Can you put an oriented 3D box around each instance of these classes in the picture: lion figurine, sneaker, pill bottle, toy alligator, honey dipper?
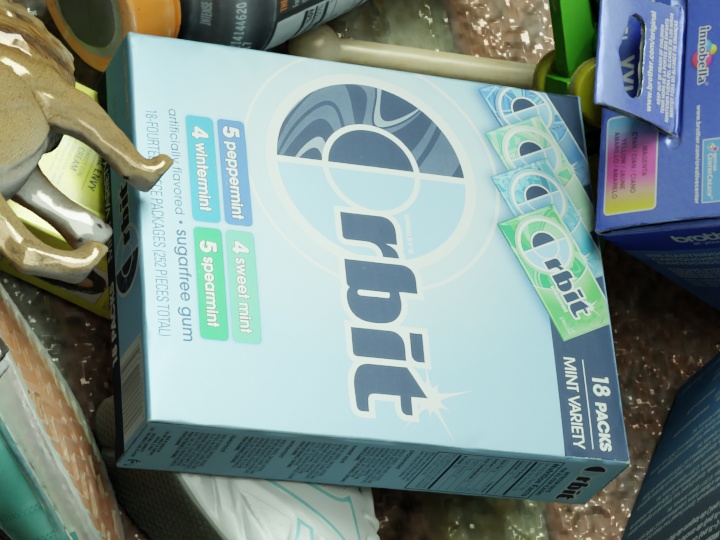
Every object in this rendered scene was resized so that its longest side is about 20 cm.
[{"bbox_3d":[-0.143,-0.041,0.965,0.122,0.072,0.200,40,21,-7],"label":"lion figurine"},{"bbox_3d":[-0.164,0.046,1.032,0.080,0.071,0.200,-31,94,8],"label":"sneaker"},{"bbox_3d":[-0.039,-0.152,1.148,0.200,0.106,0.106,-28,79,-31],"label":"pill bottle"},{"bbox_3d":[0.108,-0.087,1.164,0.054,0.059,0.201,-4,101,-15],"label":"toy alligator"},{"bbox_3d":[0.065,-0.088,1.202,0.199,0.038,0.038,8,63,-17],"label":"honey dipper"},{"bbox_3d":[-0.018,0.116,1.052,0.080,0.070,0.200,-28,79,-33],"label":"sneaker"}]

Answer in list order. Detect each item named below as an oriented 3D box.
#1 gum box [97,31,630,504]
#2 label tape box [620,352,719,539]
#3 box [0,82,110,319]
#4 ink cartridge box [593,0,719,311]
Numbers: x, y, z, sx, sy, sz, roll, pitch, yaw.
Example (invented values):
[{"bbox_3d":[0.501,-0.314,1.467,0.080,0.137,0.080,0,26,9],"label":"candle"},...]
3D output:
[{"bbox_3d":[0.000,0.000,1.068,0.199,0.045,0.170,7,60,-22],"label":"gum box"},{"bbox_3d":[0.154,0.112,1.080,0.066,0.143,0.200,28,59,-7],"label":"label tape box"},{"bbox_3d":[-0.091,-0.020,1.097,0.200,0.050,0.075,26,59,-9],"label":"box"},{"bbox_3d":[0.162,-0.062,1.134,0.200,0.076,0.137,30,60,-55],"label":"ink cartridge box"}]
